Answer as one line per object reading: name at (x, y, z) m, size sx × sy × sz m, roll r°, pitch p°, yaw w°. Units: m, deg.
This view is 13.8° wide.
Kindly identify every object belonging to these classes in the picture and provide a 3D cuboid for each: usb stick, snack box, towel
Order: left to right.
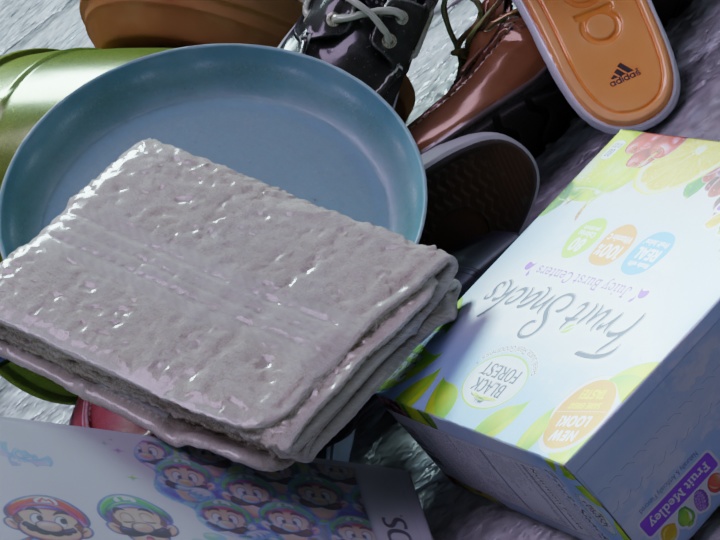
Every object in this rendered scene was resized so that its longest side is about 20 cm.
towel at (-0.065, 0.013, 1.295) m, size 0.200 × 0.035 × 0.133 m, roll 23°, pitch 54°, yaw 35°
usb stick at (0.019, 0.031, 1.356) m, size 0.055 × 0.033 × 0.200 m, roll -17°, pitch 12°, yaw 35°
snack box at (0.114, 0.026, 1.213) m, size 0.169 × 0.068 × 0.200 m, roll -46°, pitch 18°, yaw -10°

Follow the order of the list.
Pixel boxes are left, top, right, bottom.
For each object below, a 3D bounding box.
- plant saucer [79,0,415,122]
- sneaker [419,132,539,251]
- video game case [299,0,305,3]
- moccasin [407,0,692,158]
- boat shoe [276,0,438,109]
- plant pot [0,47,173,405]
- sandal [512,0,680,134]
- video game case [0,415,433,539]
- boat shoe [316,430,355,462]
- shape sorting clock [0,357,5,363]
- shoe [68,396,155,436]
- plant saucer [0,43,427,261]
plant saucer at (-0.068, -0.113, 1.683) m, size 0.200 × 0.200 × 0.037 m, roll -6°, pitch 61°, yaw 59°
sneaker at (0.000, 0.000, 1.474) m, size 0.200 × 0.073 × 0.085 m, roll -43°, pitch 22°, yaw 0°
video game case at (0.002, -0.205, 1.619) m, size 0.182 × 0.023 × 0.200 m, roll -28°, pitch -13°, yaw 3°
moccasin at (0.084, -0.115, 1.528) m, size 0.078 × 0.074 × 0.201 m, roll 40°, pitch 79°, yaw 25°
boat shoe at (-0.002, -0.123, 1.502) m, size 0.064 × 0.071 × 0.200 m, roll 111°, pitch -179°, yaw -50°
plant pot at (-0.095, -0.038, 1.591) m, size 0.193 × 0.200 × 0.200 m, roll -10°, pitch 35°, yaw 40°
sandal at (0.103, -0.164, 1.482) m, size 0.079 × 0.207 × 0.059 m, roll -25°, pitch -26°, yaw -7°
video game case at (-0.062, 0.115, 1.192) m, size 0.182 × 0.200 × 0.024 m, roll -111°, pitch 31°, yaw -65°
boat shoe at (-0.042, 0.074, 1.347) m, size 0.069 × 0.057 × 0.200 m, roll -29°, pitch 39°, yaw 22°
shape sorting clock at (-0.212, 0.048, 1.442) m, size 0.200 × 0.039 × 0.200 m, roll -34°, pitch 1°, yaw 1°
shoe at (-0.104, 0.025, 1.408) m, size 0.071 × 0.091 × 0.200 m, roll -4°, pitch 28°, yaw 11°
plant saucer at (-0.068, -0.025, 1.381) m, size 0.200 × 0.027 × 0.200 m, roll -2°, pitch 51°, yaw 2°
